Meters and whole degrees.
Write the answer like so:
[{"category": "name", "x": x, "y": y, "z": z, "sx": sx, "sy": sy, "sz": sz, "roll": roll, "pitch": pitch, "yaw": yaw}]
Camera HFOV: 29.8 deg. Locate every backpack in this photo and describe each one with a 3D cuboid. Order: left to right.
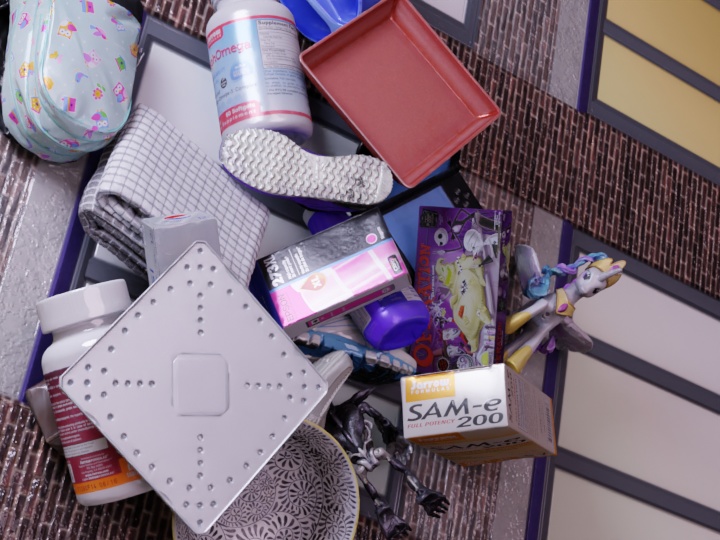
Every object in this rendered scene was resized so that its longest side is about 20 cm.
[{"category": "backpack", "x": -0.312, "y": -0.220, "z": 1.437, "sx": 0.165, "sy": 0.126, "sz": 0.203, "roll": 17, "pitch": 69, "yaw": -32}]

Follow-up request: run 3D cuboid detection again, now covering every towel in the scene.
[{"category": "towel", "x": -0.201, "y": -0.061, "z": 1.462, "sx": 0.200, "sy": 0.085, "sz": 0.167, "roll": 40, "pitch": 33, "yaw": -22}]

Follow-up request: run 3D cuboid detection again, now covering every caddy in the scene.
[{"category": "caddy", "x": -0.052, "y": -0.376, "z": 1.654, "sx": 0.105, "sy": 0.141, "sz": 0.201, "roll": -31, "pitch": 92, "yaw": -40}]

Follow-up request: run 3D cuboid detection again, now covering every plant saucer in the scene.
[{"category": "plant saucer", "x": 0.044, "y": -0.211, "z": 1.603, "sx": 0.200, "sy": 0.037, "sz": 0.199, "roll": 50, "pitch": 52, "yaw": 1}]

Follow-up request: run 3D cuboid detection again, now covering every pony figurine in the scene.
[{"category": "pony figurine", "x": 0.226, "y": 0.055, "z": 1.688, "sx": 0.199, "sy": 0.193, "sz": 0.167, "roll": -35, "pitch": 92, "yaw": -17}]

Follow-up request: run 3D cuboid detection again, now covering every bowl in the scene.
[{"category": "bowl", "x": -0.109, "y": 0.237, "z": 1.389, "sx": 0.198, "sy": 0.094, "sz": 0.204, "roll": -4, "pitch": 99, "yaw": -23}]

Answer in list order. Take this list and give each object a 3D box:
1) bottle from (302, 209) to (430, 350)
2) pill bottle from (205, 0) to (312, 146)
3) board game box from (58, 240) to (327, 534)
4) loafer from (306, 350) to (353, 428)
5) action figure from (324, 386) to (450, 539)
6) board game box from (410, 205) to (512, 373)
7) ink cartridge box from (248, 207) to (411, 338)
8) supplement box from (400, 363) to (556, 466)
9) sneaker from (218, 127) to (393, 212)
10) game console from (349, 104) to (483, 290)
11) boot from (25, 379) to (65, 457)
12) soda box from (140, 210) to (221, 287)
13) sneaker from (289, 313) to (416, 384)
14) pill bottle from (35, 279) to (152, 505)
[{"category": "bottle", "x": 0.000, "y": 0.000, "z": 1.572, "sx": 0.083, "sy": 0.066, "sz": 0.201, "roll": -6, "pitch": 52, "yaw": -45}, {"category": "pill bottle", "x": -0.123, "y": -0.244, "z": 1.583, "sx": 0.108, "sy": 0.108, "sz": 0.203, "roll": -2, "pitch": 75, "yaw": -34}, {"category": "board game box", "x": -0.156, "y": 0.110, "z": 1.287, "sx": 0.200, "sy": 0.026, "sz": 0.200, "roll": 50, "pitch": 63, "yaw": -14}, {"category": "loafer", "x": -0.070, "y": 0.175, "z": 1.489, "sx": 0.070, "sy": 0.070, "sz": 0.200, "roll": 43, "pitch": 75, "yaw": -13}, {"category": "action figure", "x": 0.007, "y": 0.217, "z": 1.522, "sx": 0.118, "sy": 0.102, "sz": 0.200, "roll": -35, "pitch": 53, "yaw": -10}, {"category": "board game box", "x": 0.119, "y": 0.026, "z": 1.612, "sx": 0.032, "sy": 0.119, "sz": 0.203, "roll": 0, "pitch": 93, "yaw": -51}, {"category": "ink cartridge box", "x": -0.050, "y": 0.011, "z": 1.511, "sx": 0.198, "sy": 0.037, "sz": 0.095, "roll": -25, "pitch": 62, "yaw": -1}, {"category": "supplement box", "x": 0.139, "y": 0.170, "z": 1.556, "sx": 0.200, "sy": 0.125, "sz": 0.075, "roll": 35, "pitch": 49, "yaw": -60}, {"category": "sneaker", "x": -0.070, "y": -0.103, "z": 1.543, "sx": 0.198, "sy": 0.099, "sz": 0.070, "roll": 14, "pitch": 77, "yaw": -12}, {"category": "game console", "x": 0.087, "y": -0.093, "z": 1.664, "sx": 0.199, "sy": 0.116, "sz": 0.177, "roll": -28, "pitch": 82, "yaw": -36}, {"category": "boot", "x": -0.232, "y": 0.155, "z": 1.410, "sx": 0.200, "sy": 0.064, "sz": 0.187, "roll": -39, "pitch": 98, "yaw": -33}, {"category": "soda box", "x": -0.171, "y": 0.045, "z": 1.361, "sx": 0.067, "sy": 0.063, "sz": 0.203, "roll": -10, "pitch": 103, "yaw": -19}, {"category": "sneaker", "x": -0.016, "y": 0.071, "z": 1.574, "sx": 0.198, "sy": 0.075, "sz": 0.088, "roll": 22, "pitch": 58, "yaw": -27}, {"category": "pill bottle", "x": -0.247, "y": 0.118, "z": 1.315, "sx": 0.109, "sy": 0.109, "sz": 0.203, "roll": -15, "pitch": 89, "yaw": -36}]
